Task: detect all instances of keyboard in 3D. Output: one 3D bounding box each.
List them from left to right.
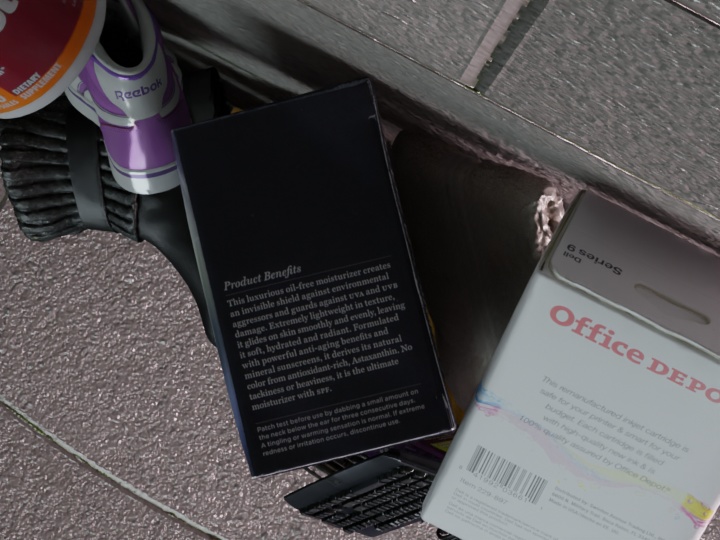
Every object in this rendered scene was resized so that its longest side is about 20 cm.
[{"bbox_3d":[0.037,0.150,1.591,0.126,0.021,0.200,16,163,-17],"label":"keyboard"}]

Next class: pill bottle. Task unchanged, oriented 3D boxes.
[{"bbox_3d":[-0.238,-0.169,1.344,0.113,0.113,0.200,24,176,41],"label":"pill bottle"}]

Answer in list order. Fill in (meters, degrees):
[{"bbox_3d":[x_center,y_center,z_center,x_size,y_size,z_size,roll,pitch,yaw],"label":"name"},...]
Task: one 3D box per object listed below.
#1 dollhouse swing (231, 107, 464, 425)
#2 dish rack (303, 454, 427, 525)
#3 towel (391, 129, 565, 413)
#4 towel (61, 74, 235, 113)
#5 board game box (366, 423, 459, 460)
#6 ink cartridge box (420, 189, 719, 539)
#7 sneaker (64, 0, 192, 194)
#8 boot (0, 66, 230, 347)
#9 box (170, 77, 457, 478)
[{"bbox_3d":[0.000,0.000,1.662,0.175,0.183,0.200,3,-167,-39],"label":"dollhouse swing"},{"bbox_3d":[0.021,0.118,1.774,0.153,0.055,0.200,29,-149,16],"label":"dish rack"},{"bbox_3d":[0.086,0.018,1.463,0.132,0.034,0.201,23,136,47],"label":"towel"},{"bbox_3d":[-0.149,-0.109,1.813,0.199,0.086,0.166,31,-178,-4],"label":"towel"},{"bbox_3d":[0.109,0.116,1.714,0.199,0.032,0.120,-7,-157,-38],"label":"board game box"},{"bbox_3d":[0.138,0.077,1.368,0.145,0.201,0.088,26,-139,4],"label":"ink cartridge box"},{"bbox_3d":[-0.151,-0.144,1.562,0.201,0.072,0.115,-126,18,-54],"label":"sneaker"},{"bbox_3d":[-0.152,-0.029,1.701,0.157,0.212,0.079,-12,-172,6],"label":"boot"},{"bbox_3d":[-0.026,0.010,1.441,0.122,0.200,0.200,-13,175,0],"label":"box"}]
